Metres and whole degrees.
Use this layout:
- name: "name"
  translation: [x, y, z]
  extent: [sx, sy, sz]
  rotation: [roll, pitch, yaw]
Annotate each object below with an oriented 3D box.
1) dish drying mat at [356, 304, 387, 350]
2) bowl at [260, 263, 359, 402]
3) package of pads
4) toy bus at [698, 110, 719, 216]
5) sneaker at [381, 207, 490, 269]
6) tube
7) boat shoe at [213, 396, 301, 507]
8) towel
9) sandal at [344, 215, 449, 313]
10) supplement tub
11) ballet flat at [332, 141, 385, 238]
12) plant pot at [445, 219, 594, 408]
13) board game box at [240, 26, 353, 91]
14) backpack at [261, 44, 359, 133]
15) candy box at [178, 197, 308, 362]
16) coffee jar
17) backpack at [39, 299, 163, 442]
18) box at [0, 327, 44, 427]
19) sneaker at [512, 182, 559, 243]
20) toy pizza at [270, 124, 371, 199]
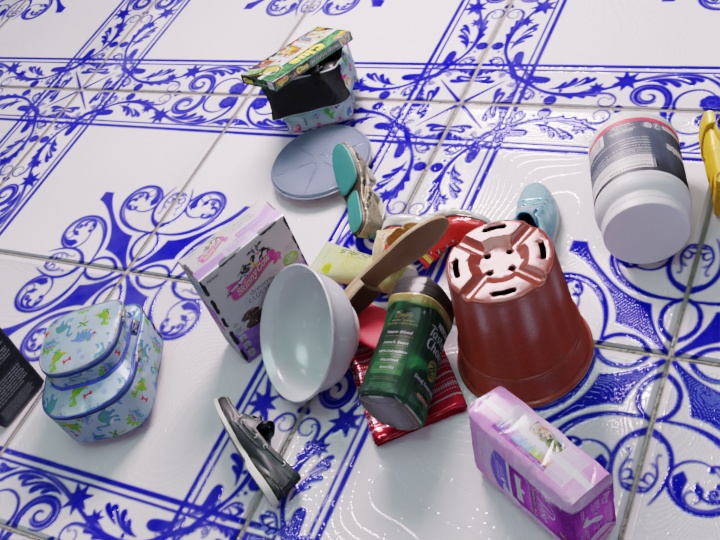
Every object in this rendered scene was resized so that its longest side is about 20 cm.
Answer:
- name: "dish drying mat"
  translation: [0.008, 0.083, 1.500]
  extent: [0.077, 0.018, 0.199]
  rotation: [-38, 35, -25]
- name: "bowl"
  translation: [-0.064, 0.093, 1.458]
  extent: [0.089, 0.203, 0.201]
  rotation: [2, 28, -38]
- name: "package of pads"
  translation: [0.219, 0.246, 1.199]
  extent: [0.075, 0.121, 0.200]
  rotation: [-34, 44, -18]
- name: "toy bus"
  translation: [0.600, -0.142, 1.407]
  extent: [0.197, 0.136, 0.194]
  rotation: [-4, 60, 17]
- name: "sneaker"
  translation: [0.122, -0.043, 1.564]
  extent: [0.197, 0.077, 0.086]
  rotation: [-6, 57, 28]
- name: "tube"
  translation: [0.000, 0.000, 1.582]
  extent: [0.198, 0.053, 0.058]
  rotation: [15, 17, 37]
- name: "boat shoe"
  translation: [-0.147, 0.244, 1.395]
  extent: [0.066, 0.075, 0.200]
  rotation: [-31, 44, -11]
- name: "towel"
  translation: [0.062, 0.155, 1.427]
  extent: [0.143, 0.023, 0.201]
  rotation: [-22, 44, 1]
- name: "sandal"
  translation: [0.036, -0.030, 1.496]
  extent: [0.212, 0.077, 0.070]
  rotation: [-45, 56, 10]
- name: "supplement tub"
  translation: [0.416, -0.125, 1.452]
  extent: [0.138, 0.141, 0.202]
  rotation: [-8, 46, 16]
- name: "ballet flat"
  translation: [0.003, -0.134, 1.691]
  extent: [0.068, 0.074, 0.202]
  rotation: [-48, 45, 39]
- name: "plant pot"
  translation: [0.208, 0.050, 1.336]
  extent: [0.198, 0.196, 0.202]
  rotation: [-12, 44, 12]
- name: "board game box"
  translation: [-0.117, -0.394, 1.800]
  extent: [0.199, 0.024, 0.104]
  rotation: [-40, 41, -27]
- name: "backpack"
  translation: [-0.091, -0.371, 1.896]
  extent: [0.175, 0.152, 0.201]
  rotation: [-13, 38, 14]
- name: "candy box"
  translation: [-0.166, 0.017, 1.527]
  extent: [0.167, 0.201, 0.071]
  rotation: [-39, 45, -14]
- name: "coffee jar"
  translation: [0.069, 0.111, 1.356]
  extent: [0.084, 0.105, 0.202]
  rotation: [-1, 56, 31]
- name: "backpack"
  translation: [-0.419, 0.158, 1.544]
  extent: [0.181, 0.148, 0.202]
  rotation: [-17, 47, 11]
- name: "box"
  translation: [-0.647, 0.145, 1.615]
  extent: [0.147, 0.201, 0.105]
  rotation: [15, 55, 34]
- name: "sneaker"
  translation: [0.270, -0.078, 1.513]
  extent: [0.073, 0.082, 0.202]
  rotation: [-7, 46, 16]
- name: "toy pizza"
  translation: [-0.072, -0.196, 1.811]
  extent: [0.197, 0.032, 0.202]
  rotation: [-11, 45, 11]
